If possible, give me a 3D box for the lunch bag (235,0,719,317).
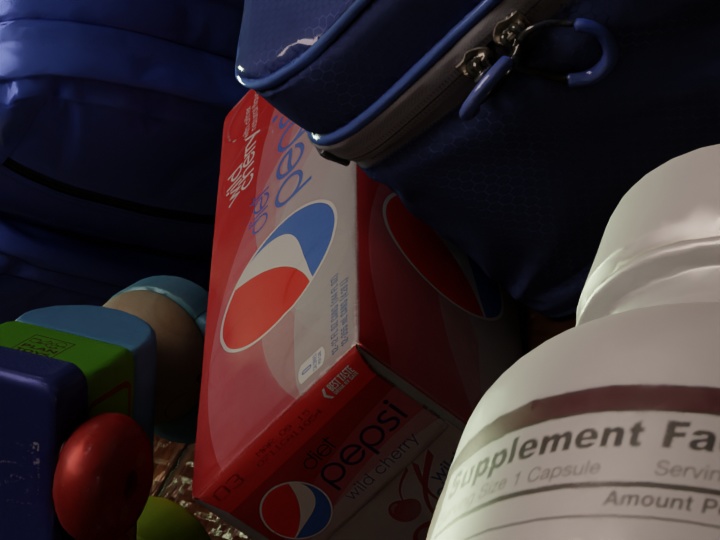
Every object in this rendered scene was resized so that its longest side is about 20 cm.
[{"bbox_3d":[0.042,-0.096,0.672,0.136,0.132,0.200,-43,23,27],"label":"lunch bag"}]

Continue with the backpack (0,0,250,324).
[{"bbox_3d":[-0.105,-0.048,0.883,0.200,0.162,0.168,-31,60,45],"label":"backpack"}]

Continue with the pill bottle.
[{"bbox_3d":[0.057,0.081,0.404,0.113,0.113,0.200,-28,32,48],"label":"pill bottle"}]

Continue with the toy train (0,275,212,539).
[{"bbox_3d":[-0.081,0.105,0.707,0.116,0.084,0.201,-32,-51,-59],"label":"toy train"}]

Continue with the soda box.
[{"bbox_3d":[0.000,0.000,0.711,0.070,0.063,0.200,-44,24,24],"label":"soda box"}]
